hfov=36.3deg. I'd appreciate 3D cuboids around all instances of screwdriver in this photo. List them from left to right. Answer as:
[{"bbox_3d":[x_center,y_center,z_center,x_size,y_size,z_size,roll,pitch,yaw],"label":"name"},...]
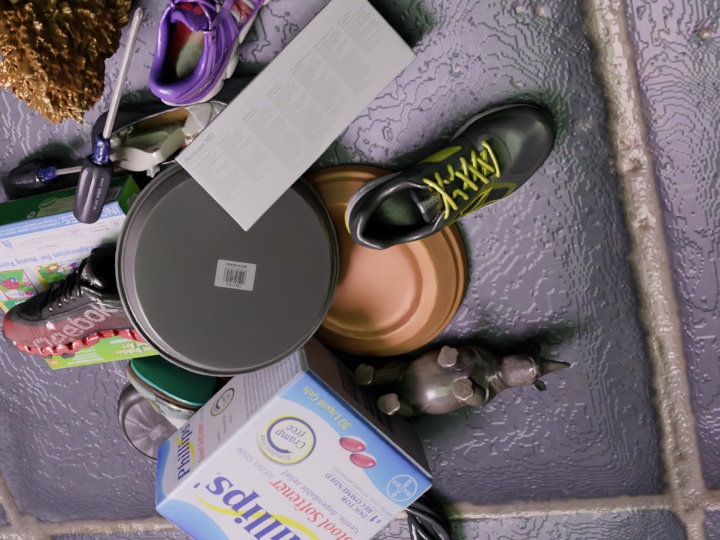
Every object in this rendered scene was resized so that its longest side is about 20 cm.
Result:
[{"bbox_3d":[-0.270,-0.096,1.012,0.199,0.028,0.029,-8,88,45],"label":"screwdriver"},{"bbox_3d":[-0.210,-0.126,0.908,0.029,0.028,0.201,11,122,-11],"label":"screwdriver"}]

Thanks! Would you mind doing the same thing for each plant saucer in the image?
[{"bbox_3d":[0.000,0.000,1.026,0.198,0.038,0.202,7,122,12],"label":"plant saucer"}]

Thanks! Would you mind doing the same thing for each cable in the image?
[{"bbox_3d":[0.021,0.287,1.187,0.200,0.051,0.163,42,117,-5],"label":"cable"}]

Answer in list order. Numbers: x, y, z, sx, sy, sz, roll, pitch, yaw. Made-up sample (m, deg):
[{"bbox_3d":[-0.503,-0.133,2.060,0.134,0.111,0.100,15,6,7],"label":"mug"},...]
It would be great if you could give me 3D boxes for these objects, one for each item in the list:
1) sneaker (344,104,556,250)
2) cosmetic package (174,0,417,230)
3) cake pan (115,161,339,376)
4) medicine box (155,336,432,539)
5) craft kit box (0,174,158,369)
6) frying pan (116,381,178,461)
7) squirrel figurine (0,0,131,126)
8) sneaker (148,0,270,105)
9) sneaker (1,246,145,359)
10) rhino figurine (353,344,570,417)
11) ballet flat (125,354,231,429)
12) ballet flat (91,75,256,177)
[{"bbox_3d":[0.077,-0.068,0.918,0.199,0.085,0.075,-31,102,12],"label":"sneaker"},{"bbox_3d":[-0.054,-0.134,0.899,0.200,0.051,0.083,-45,104,-2],"label":"cosmetic package"},{"bbox_3d":[-0.111,-0.002,0.953,0.198,0.037,0.203,-2,100,-13],"label":"cake pan"},{"bbox_3d":[-0.066,0.188,1.057,0.200,0.103,0.182,-43,113,10],"label":"medicine box"},{"bbox_3d":[-0.266,0.009,1.075,0.198,0.049,0.199,-9,130,20],"label":"craft kit box"},{"bbox_3d":[-0.200,0.198,1.207,0.114,0.031,0.191,-18,110,25],"label":"frying pan"},{"bbox_3d":[-0.294,-0.209,0.898,0.199,0.187,0.142,28,123,-2],"label":"squirrel figurine"},{"bbox_3d":[-0.115,-0.223,0.889,0.080,0.083,0.202,24,107,4],"label":"sneaker"},{"bbox_3d":[-0.249,0.025,1.008,0.198,0.071,0.098,-8,133,17],"label":"sneaker"},{"bbox_3d":[0.100,0.100,1.034,0.198,0.087,0.060,-11,77,20],"label":"rhino figurine"},{"bbox_3d":[-0.148,0.142,1.135,0.198,0.069,0.072,12,125,3],"label":"ballet flat"},{"bbox_3d":[-0.157,-0.121,0.981,0.198,0.073,0.074,-8,117,20],"label":"ballet flat"}]
